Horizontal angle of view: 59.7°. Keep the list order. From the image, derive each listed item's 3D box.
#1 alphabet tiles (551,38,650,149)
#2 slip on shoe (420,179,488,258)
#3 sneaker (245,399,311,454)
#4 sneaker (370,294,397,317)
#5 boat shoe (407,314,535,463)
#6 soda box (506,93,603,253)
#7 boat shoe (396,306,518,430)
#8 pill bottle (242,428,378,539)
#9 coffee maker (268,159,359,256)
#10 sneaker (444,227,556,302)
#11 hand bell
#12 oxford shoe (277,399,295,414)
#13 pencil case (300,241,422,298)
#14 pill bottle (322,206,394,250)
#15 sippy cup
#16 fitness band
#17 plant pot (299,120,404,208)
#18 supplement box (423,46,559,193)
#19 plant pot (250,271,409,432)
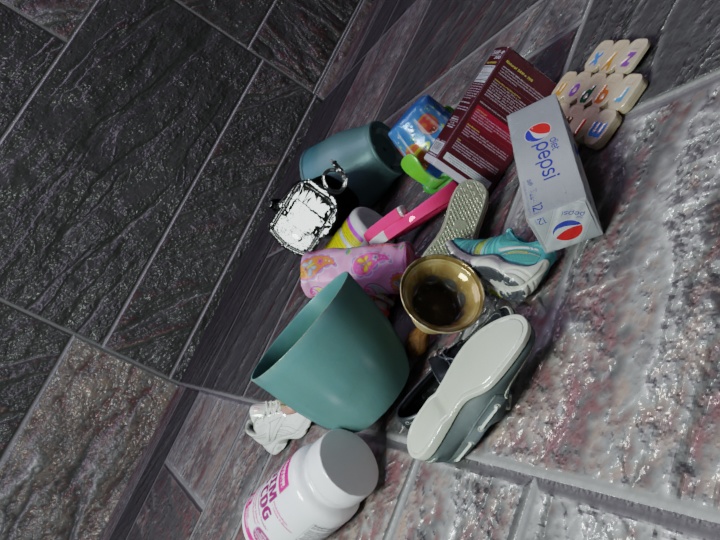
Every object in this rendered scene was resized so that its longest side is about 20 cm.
[{"bbox_3d":[0.297,-0.219,0.838,0.196,0.015,0.200,-57,18,10],"label":"alphabet tiles"},{"bbox_3d":[0.138,-0.035,0.927,0.201,0.074,0.061,-68,-16,-5],"label":"slip on shoe"},{"bbox_3d":[-0.155,0.273,1.170,0.200,0.099,0.078,-48,21,34],"label":"sneaker"},{"bbox_3d":[0.021,0.074,1.053,0.108,0.067,0.202,-58,15,15],"label":"sneaker"},{"bbox_3d":[0.128,0.133,0.676,0.201,0.062,0.073,-56,23,19],"label":"boat shoe"},{"bbox_3d":[0.225,-0.118,0.738,0.068,0.063,0.201,-22,42,24],"label":"soda box"},{"bbox_3d":[0.114,0.121,0.739,0.200,0.062,0.075,-53,17,16],"label":"boat shoe"},{"bbox_3d":[-0.069,0.309,0.859,0.200,0.113,0.114,-49,21,31],"label":"pill bottle"},{"bbox_3d":[-0.072,-0.130,1.279,0.191,0.135,0.200,-31,5,17],"label":"coffee maker"},{"bbox_3d":[0.175,-0.013,0.797,0.080,0.078,0.200,-42,21,-8],"label":"sneaker"},{"bbox_3d":[0.088,0.073,0.832,0.200,0.103,0.105,102,-173,-61],"label":"hand bell"},{"bbox_3d":[-0.088,0.169,1.115,0.070,0.074,0.200,-16,17,28],"label":"oxford shoe"},{"bbox_3d":[0.000,0.000,1.035,0.199,0.088,0.088,-6,44,19],"label":"pencil case"},{"bbox_3d":[-0.025,-0.025,1.271,0.200,0.104,0.105,-50,20,29],"label":"pill bottle"},{"bbox_3d":[0.124,-0.226,1.087,0.140,0.130,0.178,-44,10,10],"label":"sippy cup"},{"bbox_3d":[0.087,-0.092,1.063,0.143,0.038,0.200,-29,-2,-38],"label":"fitness band"},{"bbox_3d":[-0.004,-0.238,1.430,0.187,0.200,0.201,-28,34,34],"label":"plant pot"},{"bbox_3d":[0.199,-0.225,0.962,0.201,0.108,0.061,-56,18,11],"label":"supplement box"},{"bbox_3d":[-0.028,0.128,0.885,0.201,0.161,0.201,-46,9,9],"label":"plant pot"}]
